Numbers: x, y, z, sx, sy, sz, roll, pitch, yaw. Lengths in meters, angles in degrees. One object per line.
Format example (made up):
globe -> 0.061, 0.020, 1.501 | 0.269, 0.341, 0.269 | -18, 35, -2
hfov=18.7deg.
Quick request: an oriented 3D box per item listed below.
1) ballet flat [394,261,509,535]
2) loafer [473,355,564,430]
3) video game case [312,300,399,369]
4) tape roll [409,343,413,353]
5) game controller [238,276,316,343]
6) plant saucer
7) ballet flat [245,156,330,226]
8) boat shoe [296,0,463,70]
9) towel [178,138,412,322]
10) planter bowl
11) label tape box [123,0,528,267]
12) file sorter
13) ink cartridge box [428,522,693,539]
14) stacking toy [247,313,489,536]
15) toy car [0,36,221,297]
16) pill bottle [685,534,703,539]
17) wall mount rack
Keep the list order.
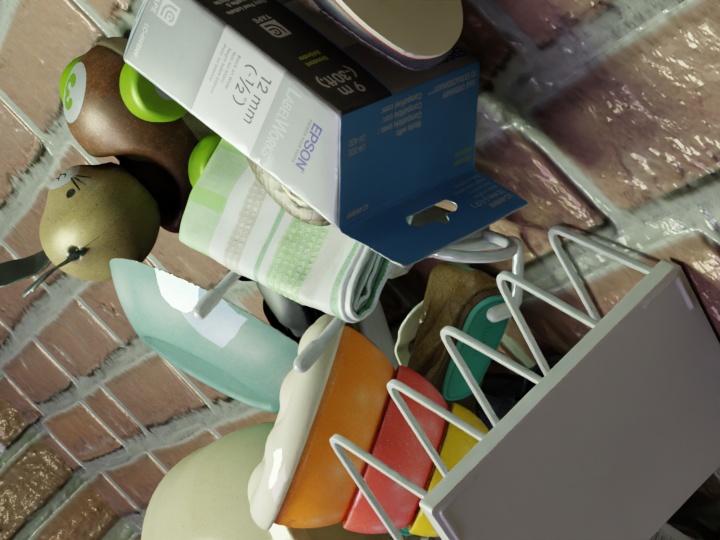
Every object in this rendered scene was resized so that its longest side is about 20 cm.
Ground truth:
ballet flat -> 0.044, 0.081, 1.480 | 0.072, 0.068, 0.201 | 41, 126, 41
loafer -> 0.130, 0.090, 1.454 | 0.200, 0.068, 0.071 | -158, 63, -65
video game case -> -0.026, 0.031, 1.601 | 0.182, 0.023, 0.201 | -4, 105, 68
tape roll -> 0.083, 0.151, 1.671 | 0.202, 0.071, 0.203 | 39, 162, 15
game controller -> -0.059, 0.004, 1.518 | 0.105, 0.042, 0.200 | 54, 175, 5
plant saucer -> -0.100, 0.058, 1.556 | 0.200, 0.039, 0.201 | 27, 167, 7
ballet flat -> -0.057, -0.117, 1.291 | 0.201, 0.067, 0.046 | 68, -166, 19
boat shoe -> -0.022, -0.172, 1.159 | 0.200, 0.071, 0.063 | 46, 146, 18
towel -> -0.034, -0.060, 1.333 | 0.031, 0.150, 0.200 | 26, 178, -39
planter bowl -> -0.039, 0.190, 1.553 | 0.200, 0.200, 0.135 | 45, 138, -3
label tape box -> -0.007, -0.097, 1.184 | 0.200, 0.143, 0.066 | 37, 123, 19
file sorter -> 0.105, 0.091, 1.277 | 0.124, 0.200, 0.139 | 30, 158, 50
ink cartridge box -> 0.109, 0.233, 1.453 | 0.084, 0.176, 0.200 | 36, 164, -24
stacking toy -> 0.038, 0.124, 1.403 | 0.199, 0.147, 0.146 | 20, 163, -3
toy car -> -0.198, -0.057, 1.616 | 0.158, 0.200, 0.164 | 51, 161, -20
pill bottle -> 0.217, 0.237, 1.492 | 0.113, 0.113, 0.200 | 51, 161, -21
wall mount rack -> 0.000, 0.000, 1.362 | 0.200, 0.173, 0.075 | 22, 115, 51
